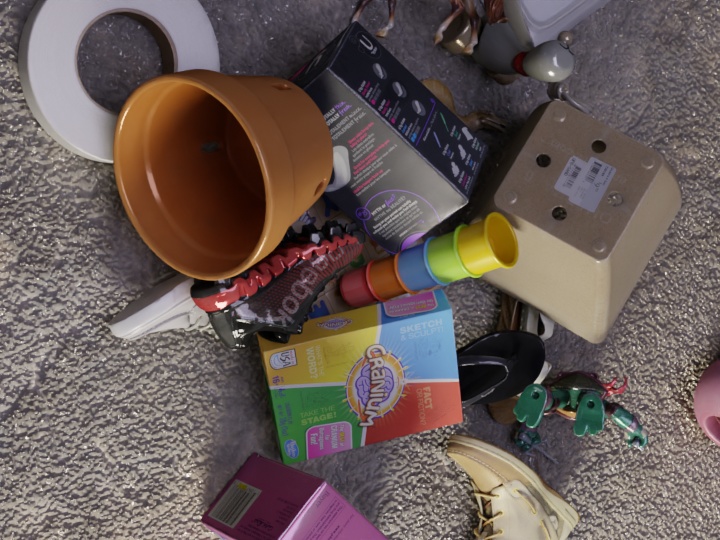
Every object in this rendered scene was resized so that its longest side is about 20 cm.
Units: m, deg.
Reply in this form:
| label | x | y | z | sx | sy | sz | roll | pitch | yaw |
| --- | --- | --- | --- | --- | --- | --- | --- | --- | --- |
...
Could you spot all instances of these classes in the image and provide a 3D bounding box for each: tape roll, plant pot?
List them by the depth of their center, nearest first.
| label | x | y | z | sx | sy | sz | roll | pitch | yaw |
| --- | --- | --- | --- | --- | --- | --- | --- | --- | --- |
| plant pot | -0.121 | -0.105 | 1.544 | 0.140 | 0.200 | 0.200 | -27 | 107 | -48 |
| tape roll | -0.238 | -0.206 | 1.586 | 0.203 | 0.037 | 0.203 | -2 | 94 | -27 |
| plant pot | 0.226 | -0.071 | 1.710 | 0.200 | 0.177 | 0.200 | 30 | 78 | 11 |

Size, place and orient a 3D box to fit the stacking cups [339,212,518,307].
| label | x | y | z | sx | sy | sz | roll | pitch | yaw |
| --- | --- | --- | --- | --- | --- | --- | --- | --- | --- |
| stacking cups | 0.067 | 0.000 | 1.663 | 0.061 | 0.200 | 0.061 | 31 | 48 | -42 |

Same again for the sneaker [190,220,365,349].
| label | x | y | z | sx | sy | sz | roll | pitch | yaw |
| --- | --- | --- | --- | --- | --- | --- | --- | --- | --- |
| sneaker | -0.073 | 0.017 | 1.603 | 0.200 | 0.071 | 0.098 | -27 | 107 | -29 |

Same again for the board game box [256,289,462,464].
| label | x | y | z | sx | sy | sz | roll | pitch | yaw |
| --- | --- | --- | --- | --- | --- | --- | --- | --- | --- |
| board game box | 0.002 | 0.112 | 1.667 | 0.200 | 0.040 | 0.153 | -13 | 123 | -8 |

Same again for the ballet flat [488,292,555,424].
| label | x | y | z | sx | sy | sz | roll | pitch | yaw |
| --- | --- | --- | --- | --- | --- | --- | --- | --- | --- |
| ballet flat | 0.189 | 0.079 | 1.805 | 0.068 | 0.072 | 0.200 | 11 | 89 | -32 |

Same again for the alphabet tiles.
| label | x | y | z | sx | sy | sz | roll | pitch | yaw |
| --- | --- | --- | --- | --- | --- | --- | --- | --- | --- |
| alphabet tiles | 0.000 | 0.000 | 1.739 | 0.166 | 0.006 | 0.200 | -32 | 107 | -22 |

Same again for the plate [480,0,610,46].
| label | x | y | z | sx | sy | sz | roll | pitch | yaw |
| --- | --- | --- | --- | --- | --- | --- | --- | --- | --- |
| plate | 0.210 | -0.365 | 1.809 | 0.200 | 0.032 | 0.200 | -38 | 109 | -20 |

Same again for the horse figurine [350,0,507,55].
| label | x | y | z | sx | sy | sz | roll | pitch | yaw |
| --- | --- | --- | --- | --- | --- | --- | --- | --- | --- |
| horse figurine | 0.069 | -0.305 | 1.690 | 0.200 | 0.050 | 0.133 | 11 | 87 | 16 |

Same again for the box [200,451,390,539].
| label | x | y | z | sx | sy | sz | roll | pitch | yaw |
| --- | --- | --- | --- | --- | --- | --- | --- | --- | --- |
| box | -0.038 | 0.297 | 1.645 | 0.200 | 0.176 | 0.097 | 45 | 74 | -23 |

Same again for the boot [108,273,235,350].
| label | x | y | z | sx | sy | sz | roll | pitch | yaw |
| --- | --- | --- | --- | --- | --- | --- | --- | --- | --- |
| boot | -0.152 | 0.043 | 1.626 | 0.200 | 0.074 | 0.096 | -30 | 103 | -22 |

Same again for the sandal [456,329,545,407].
| label | x | y | z | sx | sy | sz | roll | pitch | yaw |
| --- | --- | --- | --- | --- | --- | --- | --- | --- | --- |
| sandal | 0.110 | 0.120 | 1.746 | 0.200 | 0.043 | 0.076 | -15 | 103 | -4 |

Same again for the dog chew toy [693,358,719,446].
| label | x | y | z | sx | sy | sz | roll | pitch | yaw |
| --- | --- | --- | --- | --- | --- | --- | --- | --- | --- |
| dog chew toy | 0.496 | 0.130 | 1.945 | 0.200 | 0.125 | 0.125 | -45 | 112 | -26 |

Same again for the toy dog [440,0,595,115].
| label | x | y | z | sx | sy | sz | roll | pitch | yaw |
| --- | --- | --- | --- | --- | --- | --- | --- | --- | --- |
| toy dog | 0.178 | -0.253 | 1.715 | 0.132 | 0.200 | 0.096 | 31 | 88 | -49 |

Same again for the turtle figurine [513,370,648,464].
| label | x | y | z | sx | sy | sz | roll | pitch | yaw |
| --- | --- | --- | --- | --- | --- | --- | --- | --- | --- |
| turtle figurine | 0.244 | 0.163 | 1.813 | 0.150 | 0.200 | 0.101 | -10 | 78 | 16 |

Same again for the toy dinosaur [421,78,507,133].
| label | x | y | z | sx | sy | sz | roll | pitch | yaw |
| --- | --- | --- | --- | --- | --- | --- | --- | --- | --- |
| toy dinosaur | 0.070 | -0.168 | 1.748 | 0.200 | 0.058 | 0.101 | 22 | 68 | -34 |

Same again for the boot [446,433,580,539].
| label | x | y | z | sx | sy | sz | roll | pitch | yaw |
| --- | --- | --- | --- | --- | --- | --- | --- | --- | --- |
| boot | 0.144 | 0.290 | 1.797 | 0.200 | 0.073 | 0.155 | 41 | 72 | -29 |

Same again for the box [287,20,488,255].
| label | x | y | z | sx | sy | sz | roll | pitch | yaw |
| --- | --- | --- | --- | --- | --- | --- | --- | --- | --- |
| box | 0.015 | -0.134 | 1.640 | 0.200 | 0.122 | 0.106 | 42 | 38 | -15 |
